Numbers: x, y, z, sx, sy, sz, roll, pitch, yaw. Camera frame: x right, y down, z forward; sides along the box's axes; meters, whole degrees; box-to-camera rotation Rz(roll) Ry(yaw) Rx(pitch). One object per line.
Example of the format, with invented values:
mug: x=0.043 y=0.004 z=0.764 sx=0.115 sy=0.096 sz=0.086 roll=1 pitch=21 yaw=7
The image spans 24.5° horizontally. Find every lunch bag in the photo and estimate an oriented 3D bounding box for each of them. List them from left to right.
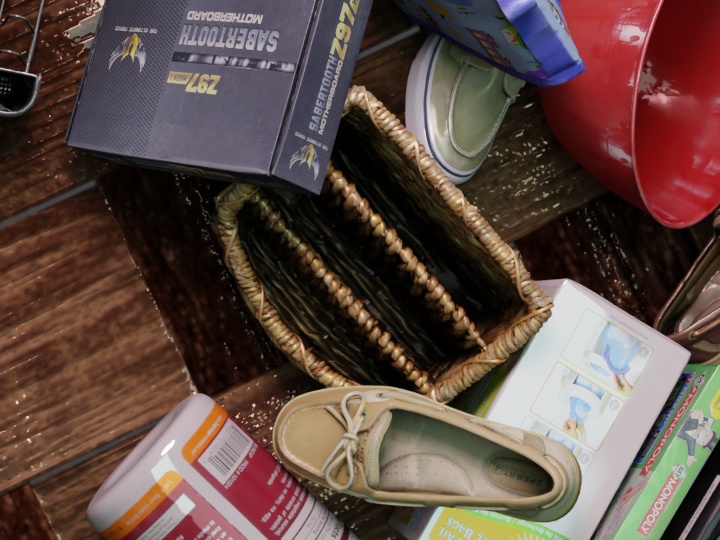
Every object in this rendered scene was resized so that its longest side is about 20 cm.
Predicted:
lunch bag: x=0.057 y=-0.196 z=1.009 sx=0.094 sy=0.200 sz=0.151 roll=-36 pitch=125 yaw=5

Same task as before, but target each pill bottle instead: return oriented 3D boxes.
pill bottle: x=-0.071 y=0.185 z=1.077 sx=0.200 sy=0.113 sz=0.113 roll=45 pitch=81 yaw=-6

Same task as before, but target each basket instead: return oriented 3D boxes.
basket: x=0.000 y=0.000 z=1.080 sx=0.143 sy=0.149 sz=0.200 roll=-41 pitch=96 yaw=-9

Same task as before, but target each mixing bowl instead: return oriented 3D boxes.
mixing bowl: x=0.190 y=-0.139 z=1.118 sx=0.108 sy=0.200 sz=0.201 roll=18 pitch=83 yaw=35

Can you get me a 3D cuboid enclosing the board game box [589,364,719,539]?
board game box: x=0.175 y=0.153 z=1.114 sx=0.029 sy=0.135 sz=0.200 roll=34 pitch=83 yaw=-8

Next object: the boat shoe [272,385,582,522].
boat shoe: x=0.035 y=0.113 z=1.026 sx=0.200 sy=0.063 sz=0.074 roll=13 pitch=85 yaw=19

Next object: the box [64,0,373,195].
box: x=-0.090 y=-0.138 z=1.052 sx=0.051 sy=0.199 sz=0.158 roll=20 pitch=84 yaw=-48

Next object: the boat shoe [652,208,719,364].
boat shoe: x=0.276 y=-0.017 z=1.145 sx=0.200 sy=0.072 sz=0.072 roll=-48 pitch=136 yaw=9

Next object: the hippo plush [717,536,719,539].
hippo plush: x=0.300 y=0.213 z=1.121 sx=0.159 sy=0.161 sz=0.201 roll=-26 pitch=93 yaw=-11

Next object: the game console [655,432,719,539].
game console: x=0.209 y=0.161 z=1.098 sx=0.031 sy=0.177 sz=0.200 roll=33 pitch=82 yaw=-6

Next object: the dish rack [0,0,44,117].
dish rack: x=-0.270 y=-0.207 z=1.084 sx=0.153 sy=0.055 sz=0.201 roll=12 pitch=85 yaw=-11

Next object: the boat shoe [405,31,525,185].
boat shoe: x=0.085 y=-0.150 z=1.113 sx=0.072 sy=0.062 sz=0.201 roll=32 pitch=63 yaw=-30

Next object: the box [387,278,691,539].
box: x=0.116 y=0.116 z=1.114 sx=0.101 sy=0.112 sz=0.200 roll=31 pitch=83 yaw=-7
